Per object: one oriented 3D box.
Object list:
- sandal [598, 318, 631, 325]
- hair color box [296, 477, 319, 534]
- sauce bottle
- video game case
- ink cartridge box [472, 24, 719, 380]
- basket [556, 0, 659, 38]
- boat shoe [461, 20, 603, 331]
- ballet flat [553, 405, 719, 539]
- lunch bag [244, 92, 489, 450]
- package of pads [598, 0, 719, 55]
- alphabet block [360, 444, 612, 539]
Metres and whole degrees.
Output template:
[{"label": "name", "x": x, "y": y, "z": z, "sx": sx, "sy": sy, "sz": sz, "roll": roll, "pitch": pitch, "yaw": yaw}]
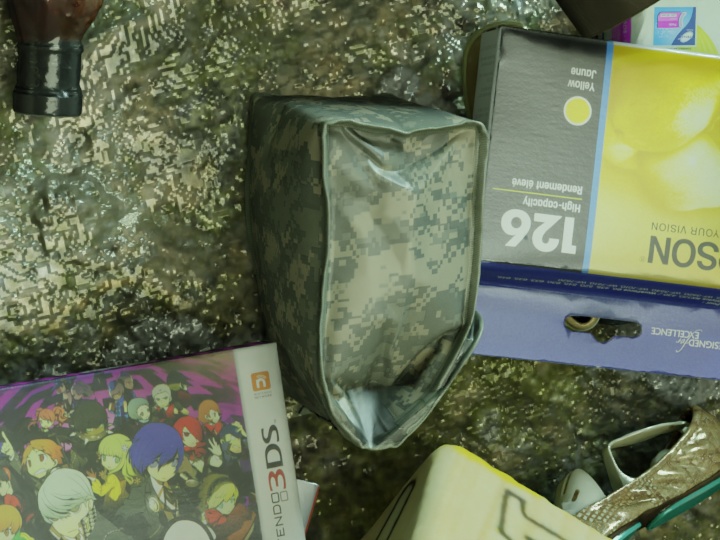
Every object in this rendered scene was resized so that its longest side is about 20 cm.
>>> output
[{"label": "sandal", "x": 0.228, "y": -0.019, "z": 1.595, "sx": 0.200, "sy": 0.048, "sz": 0.075, "roll": -20, "pitch": 103, "yaw": -14}, {"label": "hair color box", "x": -0.105, "y": 0.211, "z": 1.489, "sx": 0.101, "sy": 0.061, "sz": 0.200, "roll": 19, "pitch": 83, "yaw": -19}, {"label": "sauce bottle", "x": -0.178, "y": -0.190, "z": 1.413, "sx": 0.066, "sy": 0.066, "sz": 0.200, "roll": 2, "pitch": 96, "yaw": -20}, {"label": "video game case", "x": -0.132, "y": 0.145, "z": 1.429, "sx": 0.200, "sy": 0.036, "sz": 0.182, "roll": -8, "pitch": 91, "yaw": -19}, {"label": "ink cartridge box", "x": 0.162, "y": -0.039, "z": 1.494, "sx": 0.197, "sy": 0.047, "sz": 0.200, "roll": 6, "pitch": 87, "yaw": -14}, {"label": "basket", "x": 0.127, "y": -0.251, "z": 1.441, "sx": 0.136, "sy": 0.180, "sz": 0.200, "roll": -30, "pitch": 99, "yaw": 23}, {"label": "boat shoe", "x": 0.117, "y": -0.060, "z": 1.530, "sx": 0.073, "sy": 0.063, "sz": 0.200, "roll": -20, "pitch": 99, "yaw": 2}, {"label": "ballet flat", "x": 0.167, "y": 0.149, "z": 1.583, "sx": 0.200, "sy": 0.071, "sz": 0.065, "roll": -29, "pitch": 74, "yaw": -33}, {"label": "lunch bag", "x": 0.000, "y": 0.000, "z": 1.454, "sx": 0.117, "sy": 0.164, "sz": 0.200, "roll": 0, "pitch": 99, "yaw": -18}, {"label": "package of pads", "x": 0.250, "y": -0.136, "z": 1.575, "sx": 0.200, "sy": 0.068, "sz": 0.155, "roll": -3, "pitch": 99, "yaw": -19}, {"label": "alphabet block", "x": 0.065, "y": 0.261, "z": 1.444, "sx": 0.196, "sy": 0.200, "sz": 0.195, "roll": 34, "pitch": 122, "yaw": -9}]
